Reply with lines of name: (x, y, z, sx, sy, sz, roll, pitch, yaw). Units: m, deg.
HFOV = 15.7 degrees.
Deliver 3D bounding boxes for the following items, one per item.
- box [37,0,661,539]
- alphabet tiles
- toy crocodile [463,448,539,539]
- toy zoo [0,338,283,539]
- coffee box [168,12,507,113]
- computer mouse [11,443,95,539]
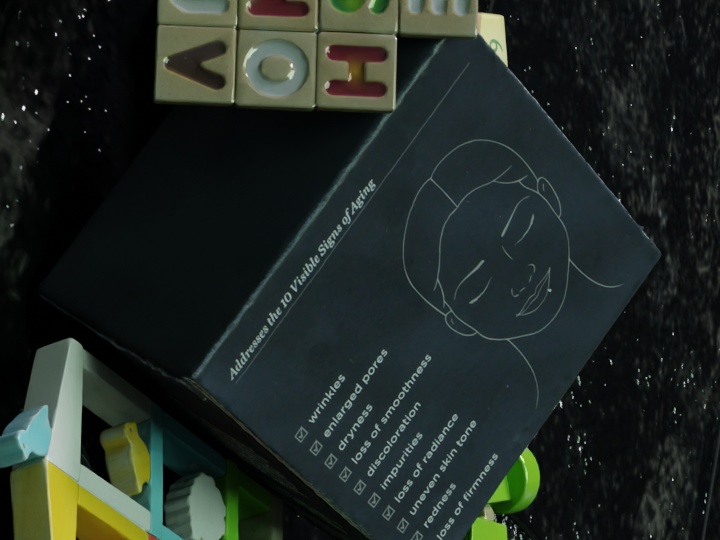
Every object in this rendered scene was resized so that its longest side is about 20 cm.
box: (0.000, 0.000, 1.175, 0.200, 0.124, 0.197, -54, 135, -10)
alphabet tiles: (-0.033, -0.163, 1.091, 0.008, 0.167, 0.201, 106, -14, -74)
toy crocodile: (0.043, 0.071, 1.358, 0.067, 0.062, 0.201, -2, 79, -56)
toy zoo: (-0.093, 0.117, 1.112, 0.200, 0.020, 0.132, 42, 37, -47)
coffee box: (-0.006, -0.074, 1.286, 0.200, 0.044, 0.123, 4, 79, -42)
computer mouse: (-0.134, 0.173, 1.076, 0.139, 0.053, 0.200, 60, 27, -25)
